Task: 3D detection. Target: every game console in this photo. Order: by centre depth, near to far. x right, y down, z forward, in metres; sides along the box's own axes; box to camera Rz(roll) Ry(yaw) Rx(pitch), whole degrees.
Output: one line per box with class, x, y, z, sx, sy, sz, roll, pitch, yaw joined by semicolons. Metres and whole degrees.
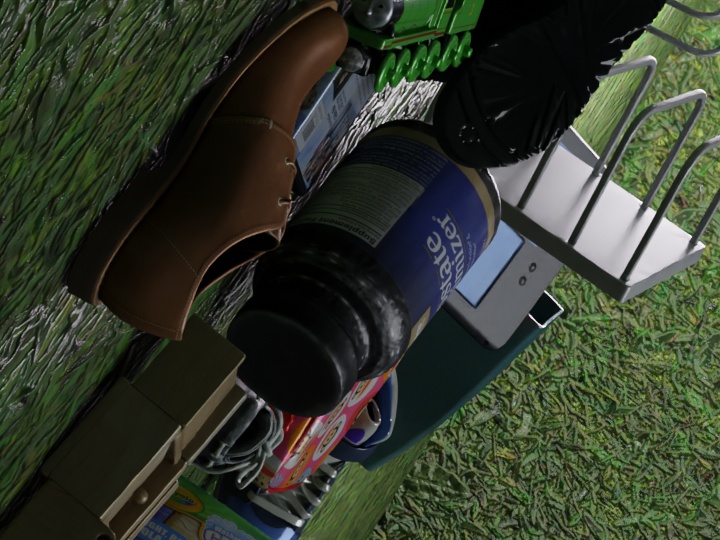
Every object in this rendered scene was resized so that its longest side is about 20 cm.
game console;0.106;-0.051;1.982;0.177;0.031;0.200;-56;134;-10

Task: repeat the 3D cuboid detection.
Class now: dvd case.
dvd case;0.011;-0.140;1.444;0.200;0.018;0.143;-57;173;-6

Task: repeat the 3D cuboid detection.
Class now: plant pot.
plant pot;0.049;0.065;2.142;0.200;0.141;0.141;-48;174;11

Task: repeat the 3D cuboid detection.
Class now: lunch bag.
lunch bag;-0.030;0.068;1.834;0.200;0.082;0.176;-57;172;5

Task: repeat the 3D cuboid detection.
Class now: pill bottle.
pill bottle;0.000;0.000;1.616;0.200;0.112;0.112;-51;171;-40

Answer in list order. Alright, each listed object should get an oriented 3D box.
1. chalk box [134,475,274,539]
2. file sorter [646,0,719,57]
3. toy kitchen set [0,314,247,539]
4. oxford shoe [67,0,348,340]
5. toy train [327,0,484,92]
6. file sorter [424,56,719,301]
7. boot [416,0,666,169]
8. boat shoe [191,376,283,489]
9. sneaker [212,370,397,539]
chalk box;-0.131;0.225;1.682;0.125;0.124;0.200;-60;172;29
file sorter;0.234;-0.269;1.781;0.139;0.124;0.200;-54;159;-20
toy kitchen set;-0.098;0.172;1.440;0.200;0.180;0.163;-49;172;-18
oxford shoe;-0.056;-0.048;1.207;0.200;0.071;0.071;-55;171;-21
toy train;0.028;-0.135;1.365;0.057;0.042;0.200;-70;168;14
file sorter;0.162;-0.096;1.806;0.139;0.200;0.125;-22;143;-57
boot;0.084;-0.135;1.542;0.198;0.073;0.162;-45;-156;-21
boat shoe;-0.086;0.102;1.663;0.074;0.068;0.199;-54;172;-14
sneaker;-0.039;0.144;1.966;0.201;0.080;0.146;-63;-164;-22
